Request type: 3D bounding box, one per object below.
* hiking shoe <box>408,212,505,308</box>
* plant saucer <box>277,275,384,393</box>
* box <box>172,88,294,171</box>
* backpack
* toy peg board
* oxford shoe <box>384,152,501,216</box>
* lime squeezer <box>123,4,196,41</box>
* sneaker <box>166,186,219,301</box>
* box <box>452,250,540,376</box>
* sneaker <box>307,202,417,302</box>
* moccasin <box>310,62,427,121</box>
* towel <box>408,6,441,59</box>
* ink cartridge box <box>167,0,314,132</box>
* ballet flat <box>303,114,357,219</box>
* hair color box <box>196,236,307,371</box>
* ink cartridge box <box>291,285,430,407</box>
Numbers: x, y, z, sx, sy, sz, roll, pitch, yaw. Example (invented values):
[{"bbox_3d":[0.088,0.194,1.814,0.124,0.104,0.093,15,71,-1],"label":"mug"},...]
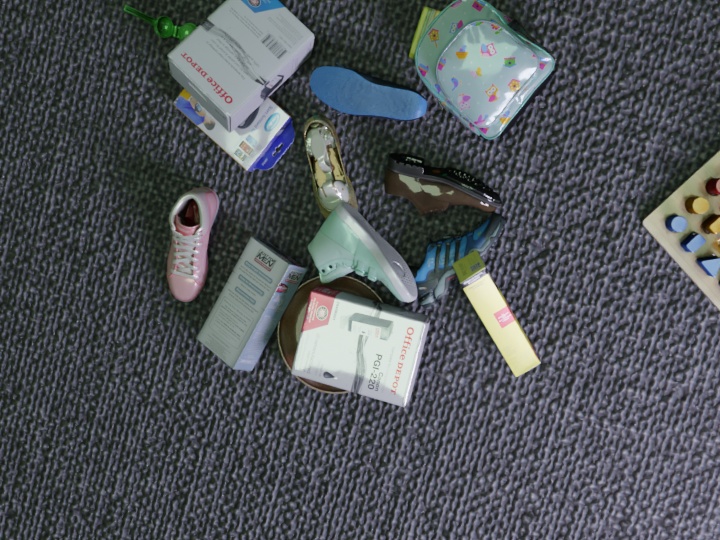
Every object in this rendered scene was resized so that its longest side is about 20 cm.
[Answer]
[{"bbox_3d":[0.151,-0.030,1.541,0.200,0.074,0.087,-45,87,8],"label":"hiking shoe"},{"bbox_3d":[-0.042,0.106,1.598,0.197,0.037,0.203,1,94,8],"label":"plant saucer"},{"bbox_3d":[-0.208,-0.264,1.598,0.200,0.041,0.119,41,98,6],"label":"box"},{"bbox_3d":[0.184,-0.323,1.470,0.200,0.153,0.176,43,108,7],"label":"backpack"},{"bbox_3d":[0.584,-0.069,1.464,0.199,0.098,0.200,-43,87,8],"label":"toy peg board"},{"bbox_3d":[0.134,-0.127,1.549,0.198,0.073,0.085,18,112,9],"label":"oxford shoe"},{"bbox_3d":[-0.306,-0.413,1.593,0.198,0.071,0.038,13,72,-22],"label":"lime squeezer"},{"bbox_3d":[-0.295,-0.043,1.592,0.074,0.105,0.203,14,97,5],"label":"sneaker"},{"bbox_3d":[0.217,0.070,1.502,0.050,0.075,0.201,-29,112,8],"label":"box"},{"bbox_3d":[0.000,0.000,1.544,0.118,0.074,0.201,-46,76,20],"label":"sneaker"},{"bbox_3d":[0.013,-0.283,1.552,0.198,0.068,0.081,21,104,8],"label":"moccasin"},{"bbox_3d":[0.183,-0.361,1.547,0.198,0.018,0.087,21,102,6],"label":"towel"},{"bbox_3d":[-0.195,-0.351,1.536,0.145,0.084,0.200,43,77,2],"label":"ink cartridge box"},{"bbox_3d":[-0.054,-0.162,1.568,0.070,0.071,0.203,-14,92,9],"label":"ballet flat"},{"bbox_3d":[-0.184,0.057,1.588,0.099,0.060,0.202,33,99,29],"label":"hair color box"},{"bbox_3d":[0.001,0.122,1.533,0.197,0.085,0.148,15,96,5],"label":"ink cartridge box"}]
